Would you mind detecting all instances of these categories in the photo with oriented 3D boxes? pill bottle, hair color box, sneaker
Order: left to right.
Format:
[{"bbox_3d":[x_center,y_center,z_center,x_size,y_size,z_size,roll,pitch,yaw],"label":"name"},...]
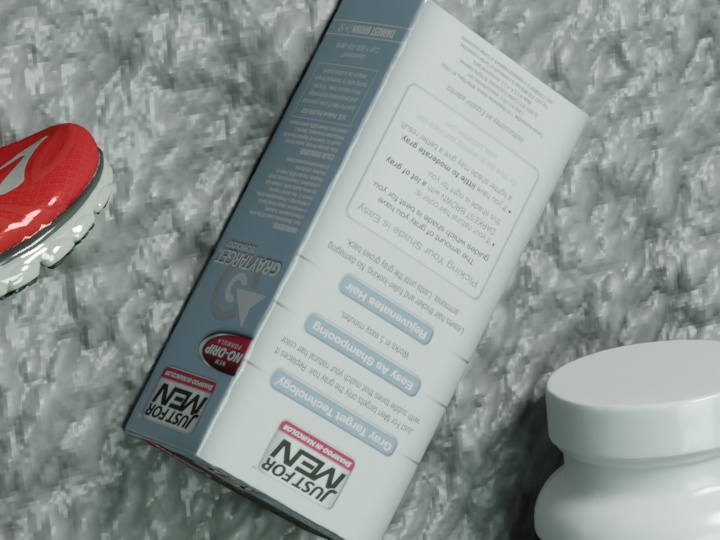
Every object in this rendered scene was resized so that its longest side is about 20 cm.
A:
[{"bbox_3d":[-0.177,-0.019,1.039,0.200,0.077,0.085,-25,107,-29],"label":"sneaker"},{"bbox_3d":[0.000,0.000,1.170,0.099,0.061,0.200,33,79,-34],"label":"hair color box"},{"bbox_3d":[0.134,0.137,1.252,0.116,0.116,0.200,-16,108,-31],"label":"pill bottle"}]
